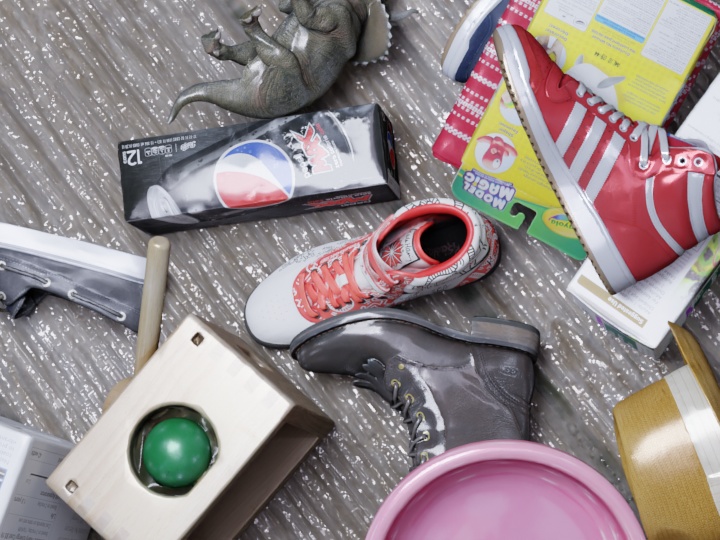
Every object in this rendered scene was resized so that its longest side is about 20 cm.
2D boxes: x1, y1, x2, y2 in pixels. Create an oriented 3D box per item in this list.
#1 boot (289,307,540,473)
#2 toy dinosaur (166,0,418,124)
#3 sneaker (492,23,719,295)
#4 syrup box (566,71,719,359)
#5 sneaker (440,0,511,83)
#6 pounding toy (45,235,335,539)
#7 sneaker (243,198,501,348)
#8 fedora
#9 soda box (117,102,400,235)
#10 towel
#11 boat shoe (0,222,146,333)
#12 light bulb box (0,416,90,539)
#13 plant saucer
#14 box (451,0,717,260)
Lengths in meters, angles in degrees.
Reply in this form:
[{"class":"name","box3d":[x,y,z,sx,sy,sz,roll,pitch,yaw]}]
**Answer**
[{"class":"boot","box3d":[0.044,0.120,1.574,0.200,0.069,0.174,1,69,5]},{"class":"toy dinosaur","box3d":[-0.049,-0.157,1.611,0.200,0.077,0.102,-43,114,-8]},{"class":"sneaker","box3d":[0.174,-0.095,1.506,0.112,0.071,0.200,-27,98,10]},{"class":"syrup box","box3d":[0.236,-0.040,1.580,0.081,0.079,0.200,35,89,12]},{"class":"sneaker","box3d":[0.159,-0.187,1.620,0.200,0.070,0.109,-43,76,-1]},{"class":"pounding toy","box3d":[-0.127,0.102,1.559,0.142,0.200,0.184,40,90,13]},{"class":"sneaker","box3d":[0.000,-0.001,1.600,0.201,0.108,0.067,-17,79,7]},{"class":"fedora","box3d":[0.221,0.137,1.499,0.082,0.201,0.201,-21,79,5]},{"class":"soda box","box3d":[-0.075,-0.074,1.643,0.200,0.071,0.063,-9,81,8]},{"class":"towel","box3d":[0.156,-0.133,1.592,0.145,0.022,0.200,29,106,0]},{"class":"boat shoe","box3d":[-0.248,0.006,1.667,0.200,0.070,0.066,13,82,4]},{"class":"light bulb box","box3d":[-0.288,0.201,1.574,0.125,0.198,0.200,19,84,14]},{"class":"plant saucer","box3d":[0.098,0.212,1.507,0.200,0.051,0.201,0,96,1]},{"class":"box","box3d":[0.155,-0.117,1.562,0.117,0.048,0.200,27,104,0]}]
